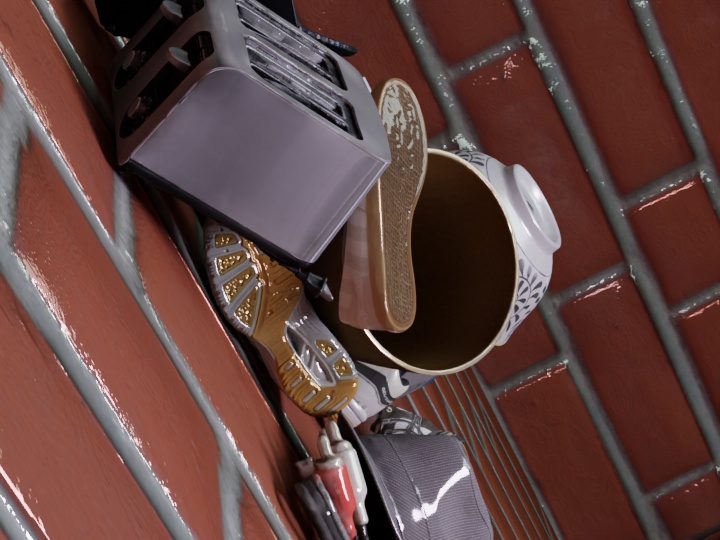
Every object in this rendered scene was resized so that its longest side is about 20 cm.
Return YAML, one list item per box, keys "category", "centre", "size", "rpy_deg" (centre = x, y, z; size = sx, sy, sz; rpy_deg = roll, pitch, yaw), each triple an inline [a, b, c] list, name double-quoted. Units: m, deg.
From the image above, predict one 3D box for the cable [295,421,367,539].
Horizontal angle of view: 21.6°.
- category: "cable"
  centre: [0.004, 0.211, 1.393]
  size: [0.200, 0.050, 0.097]
  rpy_deg: [64, 4, 0]

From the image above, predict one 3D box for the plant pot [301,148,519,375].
- category: "plant pot"
  centre: [0.000, 0.000, 1.614]
  size: [0.200, 0.186, 0.186]
  rpy_deg: [-7, -66, 52]

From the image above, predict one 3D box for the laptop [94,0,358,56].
- category: "laptop"
  centre: [-0.115, -0.237, 1.522]
  size: [0.200, 0.177, 0.103]
  rpy_deg: [4, 90, -68]

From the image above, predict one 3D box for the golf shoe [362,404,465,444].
- category: "golf shoe"
  centre: [0.029, 0.179, 1.841]
  size: [0.094, 0.078, 0.200]
  rpy_deg: [35, 10, 14]

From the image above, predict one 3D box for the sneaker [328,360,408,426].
- category: "sneaker"
  centre: [-0.011, 0.059, 1.749]
  size: [0.076, 0.088, 0.200]
  rpy_deg: [56, 9, -48]

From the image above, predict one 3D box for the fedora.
- category: "fedora"
  centre: [0.049, 0.192, 1.510]
  size: [0.177, 0.090, 0.200]
  rpy_deg: [-120, -163, -46]

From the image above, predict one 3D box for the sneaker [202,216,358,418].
- category: "sneaker"
  centre: [-0.078, 0.029, 1.510]
  size: [0.200, 0.076, 0.088]
  rpy_deg: [64, -13, -20]

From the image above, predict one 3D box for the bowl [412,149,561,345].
- category: "bowl"
  centre: [0.124, -0.040, 1.748]
  size: [0.201, 0.094, 0.201]
  rpy_deg: [52, 20, -27]

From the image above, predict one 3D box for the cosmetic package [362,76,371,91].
- category: "cosmetic package"
  centre: [-0.067, -0.129, 1.720]
  size: [0.200, 0.083, 0.051]
  rpy_deg: [-21, 87, -57]

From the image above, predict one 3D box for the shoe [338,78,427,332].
- category: "shoe"
  centre: [0.011, -0.051, 1.468]
  size: [0.070, 0.053, 0.200]
  rpy_deg: [11, 78, -52]

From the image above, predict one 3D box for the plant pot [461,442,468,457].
- category: "plant pot"
  centre: [0.082, 0.263, 1.793]
  size: [0.200, 0.027, 0.200]
  rpy_deg: [0, 90, -78]

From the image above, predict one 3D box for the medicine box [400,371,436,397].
- category: "medicine box"
  centre: [0.022, 0.014, 1.858]
  size: [0.200, 0.103, 0.182]
  rpy_deg: [66, -26, 11]

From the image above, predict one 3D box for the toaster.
- category: "toaster"
  centre: [-0.080, -0.107, 1.401]
  size: [0.200, 0.119, 0.181]
  rpy_deg: [31, 22, -24]

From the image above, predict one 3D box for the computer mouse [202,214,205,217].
- category: "computer mouse"
  centre: [-0.103, -0.010, 1.593]
  size: [0.059, 0.034, 0.200]
  rpy_deg: [-173, -118, -77]
